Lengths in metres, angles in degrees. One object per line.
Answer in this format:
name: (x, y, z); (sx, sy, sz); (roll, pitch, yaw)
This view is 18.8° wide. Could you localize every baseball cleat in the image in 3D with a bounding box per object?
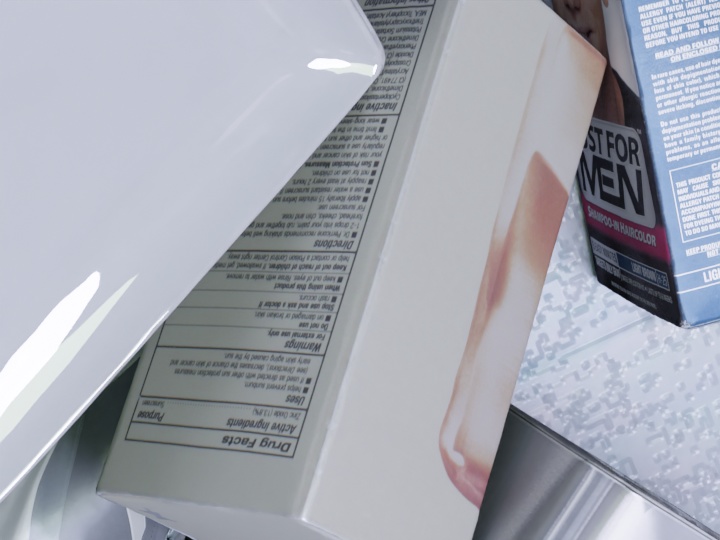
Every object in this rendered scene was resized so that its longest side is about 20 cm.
baseball cleat: (-0.083, 0.067, 0.804); (0.106, 0.070, 0.200); (34, 93, -32)

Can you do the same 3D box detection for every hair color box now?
hair color box: (0.109, -0.088, 0.792); (0.060, 0.100, 0.200); (-14, 102, -10)

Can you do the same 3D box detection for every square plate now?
square plate: (-0.099, -0.056, 0.620); (0.200, 0.028, 0.198); (-49, 137, -14)

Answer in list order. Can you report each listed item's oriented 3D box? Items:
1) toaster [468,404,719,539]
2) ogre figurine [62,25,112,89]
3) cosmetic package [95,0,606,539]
toaster: (0.081, 0.135, 0.787); (0.200, 0.181, 0.119); (32, 89, -17)
ogre figurine: (-0.101, -0.131, 0.702); (0.098, 0.120, 0.200); (17, 96, -16)
cosmetic package: (0.000, 0.000, 0.739); (0.087, 0.103, 0.200); (33, 69, -43)
